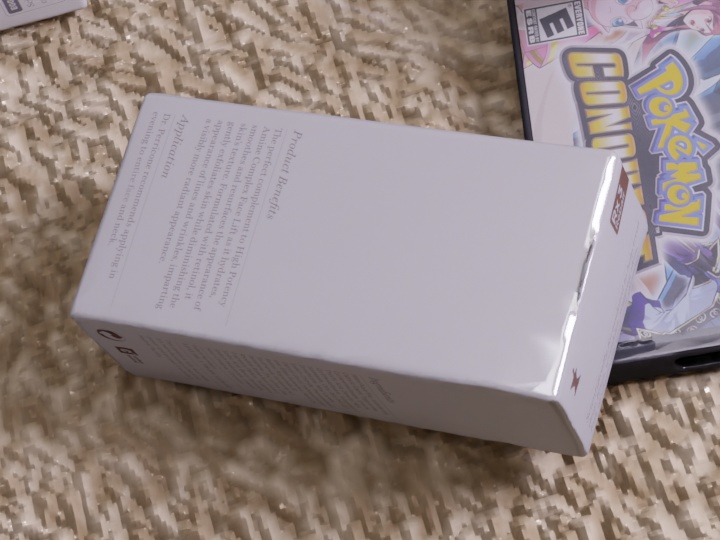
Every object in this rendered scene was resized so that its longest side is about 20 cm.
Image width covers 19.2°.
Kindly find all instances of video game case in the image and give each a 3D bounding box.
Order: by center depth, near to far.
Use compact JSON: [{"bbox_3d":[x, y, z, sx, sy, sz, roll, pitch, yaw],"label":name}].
[{"bbox_3d":[0.155,-0.061,0.851,0.180,0.026,0.201,-9,64,9],"label":"video game case"}]

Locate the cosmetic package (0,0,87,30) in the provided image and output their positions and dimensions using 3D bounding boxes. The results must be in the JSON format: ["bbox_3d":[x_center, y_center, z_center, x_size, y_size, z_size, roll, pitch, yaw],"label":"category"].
[{"bbox_3d":[-0.243,-0.200,0.950,0.199,0.123,0.200,-14,61,2],"label":"cosmetic package"}]

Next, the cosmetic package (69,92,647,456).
[{"bbox_3d":[0.000,0.000,0.816,0.199,0.074,0.102,11,71,21],"label":"cosmetic package"}]
